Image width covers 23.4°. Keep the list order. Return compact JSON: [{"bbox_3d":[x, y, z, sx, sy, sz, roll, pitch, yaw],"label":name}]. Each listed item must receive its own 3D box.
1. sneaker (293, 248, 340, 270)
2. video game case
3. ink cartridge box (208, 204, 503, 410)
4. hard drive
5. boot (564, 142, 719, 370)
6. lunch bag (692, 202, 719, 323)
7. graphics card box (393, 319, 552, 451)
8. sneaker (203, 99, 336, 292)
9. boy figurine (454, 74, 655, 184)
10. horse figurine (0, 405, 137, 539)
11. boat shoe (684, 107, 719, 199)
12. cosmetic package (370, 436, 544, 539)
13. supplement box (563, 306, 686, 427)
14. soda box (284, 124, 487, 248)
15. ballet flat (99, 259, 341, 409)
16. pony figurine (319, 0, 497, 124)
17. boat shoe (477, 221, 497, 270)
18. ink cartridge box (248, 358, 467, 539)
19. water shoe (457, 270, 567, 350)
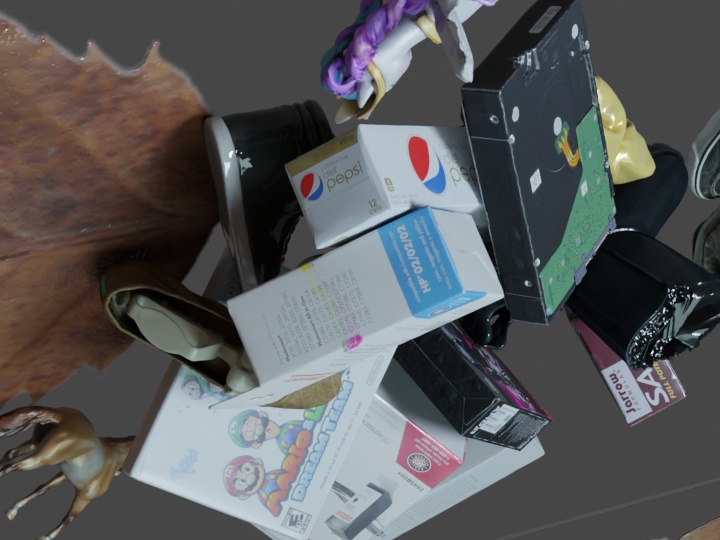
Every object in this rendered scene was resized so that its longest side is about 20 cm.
[{"bbox_3d":[0.000,0.000,1.393,0.072,0.083,0.200,-43,152,26],"label":"sneaker"},{"bbox_3d":[-0.074,0.101,1.399,0.182,0.024,0.200,27,87,-34],"label":"video game case"},{"bbox_3d":[-0.013,0.028,1.207,0.200,0.068,0.115,-25,170,16],"label":"ink cartridge box"},{"bbox_3d":[0.133,-0.080,1.259,0.140,0.038,0.200,-51,136,-41],"label":"hard drive"},{"bbox_3d":[0.241,-0.010,1.419,0.200,0.168,0.077,-32,135,-24],"label":"boot"},{"bbox_3d":[0.408,-0.027,1.645,0.164,0.118,0.200,-23,165,-9],"label":"lunch bag"},{"bbox_3d":[0.095,0.096,1.553,0.051,0.126,0.200,-44,159,9],"label":"graphics card box"},{"bbox_3d":[-0.053,-0.045,1.275,0.099,0.071,0.200,-17,142,-10],"label":"sneaker"},{"bbox_3d":[0.163,-0.104,1.375,0.200,0.064,0.125,-2,122,-43],"label":"boy figurine"},{"bbox_3d":[-0.260,0.163,1.483,0.132,0.050,0.200,-38,146,-5],"label":"horse figurine"},{"bbox_3d":[0.343,-0.116,1.504,0.071,0.064,0.200,-12,150,-24],"label":"boat shoe"},{"bbox_3d":[0.074,0.183,1.749,0.200,0.102,0.074,-29,153,8],"label":"cosmetic package"},{"bbox_3d":[0.233,0.062,1.573,0.061,0.109,0.200,-29,-174,7],"label":"supplement box"},{"bbox_3d":[0.035,-0.061,1.222,0.068,0.064,0.200,-27,170,30],"label":"soda box"},{"bbox_3d":[-0.109,0.056,1.301,0.068,0.200,0.072,-58,-176,16],"label":"ballet flat"},{"bbox_3d":[0.050,-0.186,1.083,0.200,0.167,0.193,-40,161,-7],"label":"pony figurine"},{"bbox_3d":[0.077,-0.050,1.398,0.074,0.060,0.200,-33,151,13],"label":"boat shoe"},{"bbox_3d":[-0.020,0.167,1.595,0.146,0.085,0.200,39,120,-17],"label":"ink cartridge box"},{"bbox_3d":[0.173,-0.003,1.538,0.200,0.079,0.071,-37,150,20],"label":"water shoe"}]
